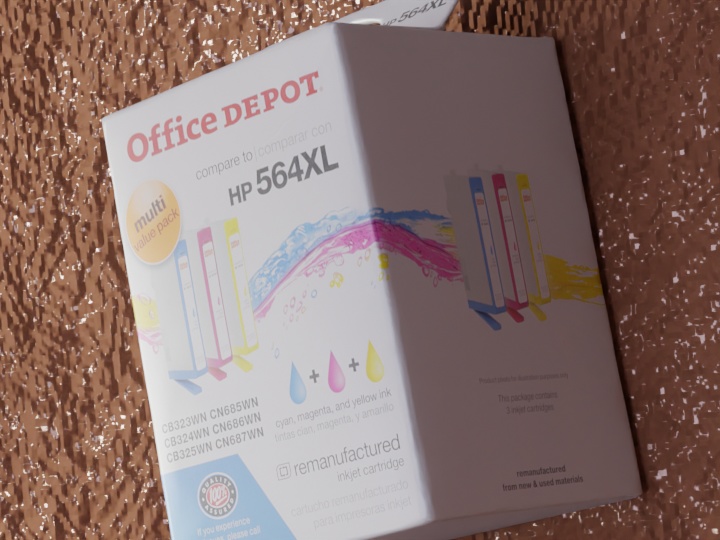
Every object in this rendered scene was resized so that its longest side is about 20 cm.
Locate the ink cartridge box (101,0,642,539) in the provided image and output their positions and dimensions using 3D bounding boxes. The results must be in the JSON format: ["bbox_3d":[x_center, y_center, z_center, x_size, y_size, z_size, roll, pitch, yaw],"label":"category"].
[{"bbox_3d":[0.000,0.000,1.017,0.128,0.125,0.201,-18,79,40],"label":"ink cartridge box"}]
